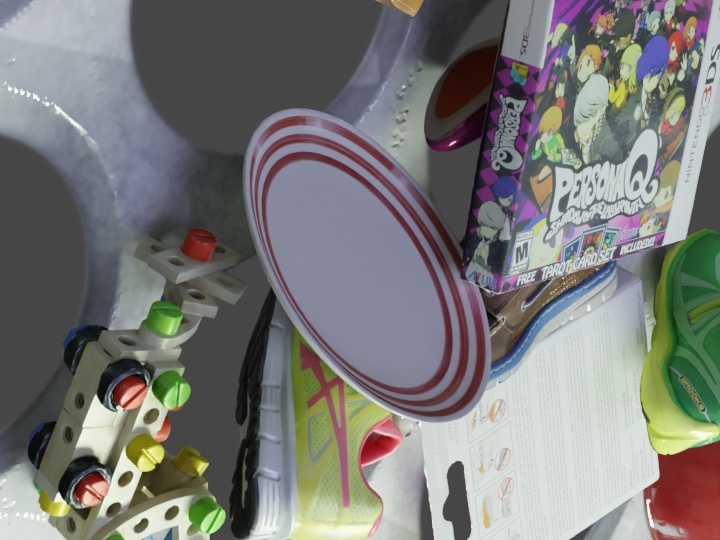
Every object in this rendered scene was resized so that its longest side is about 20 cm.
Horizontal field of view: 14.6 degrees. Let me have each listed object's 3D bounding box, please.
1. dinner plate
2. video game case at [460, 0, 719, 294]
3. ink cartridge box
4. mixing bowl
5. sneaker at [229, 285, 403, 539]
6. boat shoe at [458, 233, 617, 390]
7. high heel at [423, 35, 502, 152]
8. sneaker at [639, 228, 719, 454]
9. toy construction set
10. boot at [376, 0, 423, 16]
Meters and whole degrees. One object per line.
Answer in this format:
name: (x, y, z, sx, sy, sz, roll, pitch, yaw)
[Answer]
dinner plate: (0.000, 0.000, 1.575, 0.024, 0.201, 0.200, -33, 149, 32)
video game case: (0.144, -0.090, 1.665, 0.200, 0.036, 0.182, -14, 120, -49)
ink cartridge box: (0.104, 0.105, 1.793, 0.200, 0.050, 0.161, -28, 126, -31)
mixing bowl: (0.304, 0.137, 1.956, 0.200, 0.108, 0.201, -20, 121, -39)
sneaker: (-0.021, 0.076, 1.568, 0.090, 0.200, 0.078, 11, 139, -9)
boat shoe: (0.079, 0.012, 1.715, 0.200, 0.072, 0.073, -35, 125, -41)
high heel: (0.117, -0.109, 1.689, 0.200, 0.067, 0.096, -43, 122, -27)
sneaker: (0.230, 0.049, 1.819, 0.200, 0.083, 0.074, -74, 159, -50)
toy construction set: (-0.114, 0.077, 1.529, 0.131, 0.092, 0.201, -1, 108, -44)
boot: (0.057, -0.215, 1.577, 0.200, 0.077, 0.156, 9, 99, -43)
